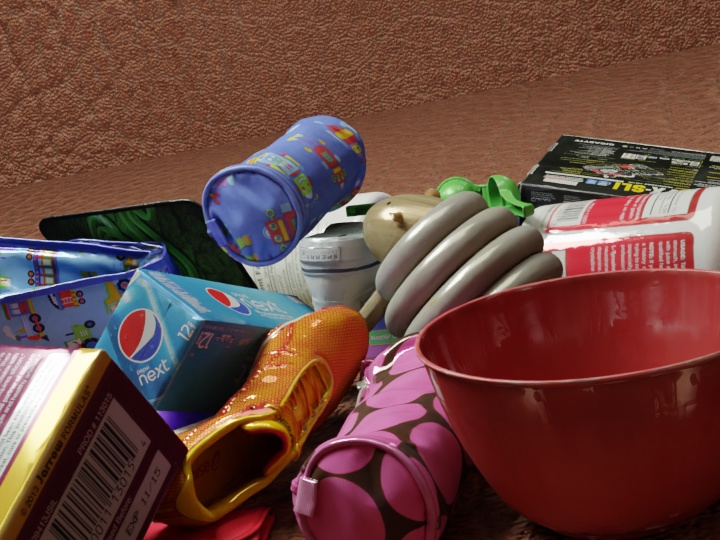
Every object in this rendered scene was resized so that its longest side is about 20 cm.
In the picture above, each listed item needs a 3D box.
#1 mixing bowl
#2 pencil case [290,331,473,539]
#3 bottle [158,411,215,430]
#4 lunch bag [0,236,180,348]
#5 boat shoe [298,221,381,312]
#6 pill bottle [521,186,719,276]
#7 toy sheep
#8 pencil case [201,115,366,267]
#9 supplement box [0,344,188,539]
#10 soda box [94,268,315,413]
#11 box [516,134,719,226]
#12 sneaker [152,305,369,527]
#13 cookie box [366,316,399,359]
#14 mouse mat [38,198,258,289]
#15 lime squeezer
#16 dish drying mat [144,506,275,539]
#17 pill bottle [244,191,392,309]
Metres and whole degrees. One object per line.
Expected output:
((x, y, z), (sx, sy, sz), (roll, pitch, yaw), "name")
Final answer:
((0.135, 0.076, 0.830), (0.200, 0.109, 0.200), (-8, 14, 2), "mixing bowl")
((0.022, 0.101, 0.897), (0.093, 0.091, 0.200), (19, 18, 9), "pencil case")
((-0.125, 0.109, 1.052), (0.083, 0.065, 0.200), (-9, 12, 0), "bottle")
((-0.215, 0.048, 1.213), (0.199, 0.151, 0.094), (-4, 43, 8), "lunch bag")
((0.000, 0.000, 1.150), (0.073, 0.067, 0.200), (1, 7, 22), "boat shoe")
((0.221, 0.000, 1.104), (0.200, 0.113, 0.112), (-5, 14, 30), "pill bottle")
((0.078, 0.024, 1.032), (0.138, 0.200, 0.138), (-45, -10, -10), "toy sheep")
((-0.056, -0.063, 1.174), (0.087, 0.078, 0.200), (-30, 6, 21), "pencil case")
((-0.221, 0.120, 0.865), (0.200, 0.103, 0.131), (1, 51, 32), "supplement box")
((-0.085, 0.052, 1.021), (0.064, 0.068, 0.200), (35, 10, 27), "soda box")
((0.240, -0.059, 1.241), (0.200, 0.049, 0.160), (8, 23, 17), "box")
((-0.050, 0.093, 0.945), (0.077, 0.073, 0.200), (-4, 33, 46), "sneaker")
((0.103, 0.004, 1.287), (0.171, 0.075, 0.200), (-5, 15, 27), "cookie box")
((-0.147, 0.022, 1.221), (0.161, 0.200, 0.008), (-6, 42, 30), "mouse mat")
((0.079, -0.049, 1.194), (0.071, 0.038, 0.200), (-36, 25, -35), "lime squeezer")
((-0.153, 0.170, 0.912), (0.200, 0.018, 0.077), (-11, 11, 7), "dish drying mat")
((-0.059, -0.005, 1.404), (0.200, 0.115, 0.114), (-6, 13, 29), "pill bottle")
